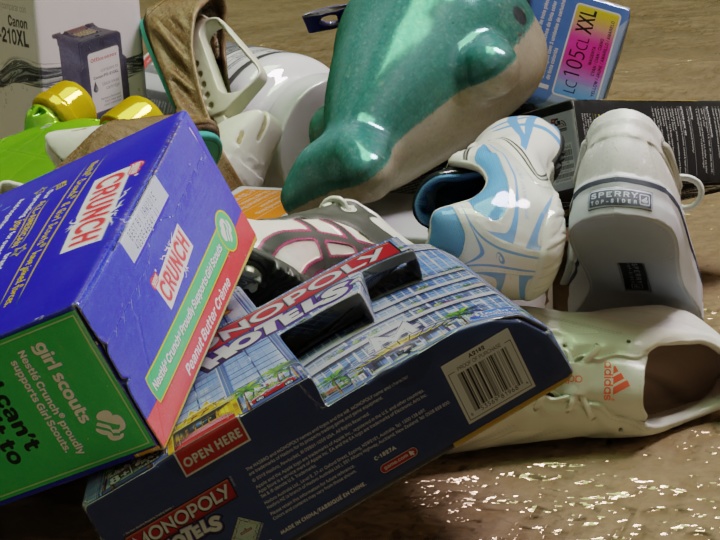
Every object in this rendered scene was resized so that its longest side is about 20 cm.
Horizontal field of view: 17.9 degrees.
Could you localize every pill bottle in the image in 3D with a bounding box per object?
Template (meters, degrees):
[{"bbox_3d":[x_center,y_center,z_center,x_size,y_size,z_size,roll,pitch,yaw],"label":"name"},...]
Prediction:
[{"bbox_3d":[-0.075,-0.099,1.606,0.115,0.117,0.199,-13,18,-34],"label":"pill bottle"}]

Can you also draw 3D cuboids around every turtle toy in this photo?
[{"bbox_3d":[-0.172,-0.032,1.389,0.199,0.102,0.146,16,46,46],"label":"turtle toy"}]

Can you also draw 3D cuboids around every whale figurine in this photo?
[{"bbox_3d":[0.019,-0.108,1.295,0.158,0.104,0.200,-17,21,44],"label":"whale figurine"}]

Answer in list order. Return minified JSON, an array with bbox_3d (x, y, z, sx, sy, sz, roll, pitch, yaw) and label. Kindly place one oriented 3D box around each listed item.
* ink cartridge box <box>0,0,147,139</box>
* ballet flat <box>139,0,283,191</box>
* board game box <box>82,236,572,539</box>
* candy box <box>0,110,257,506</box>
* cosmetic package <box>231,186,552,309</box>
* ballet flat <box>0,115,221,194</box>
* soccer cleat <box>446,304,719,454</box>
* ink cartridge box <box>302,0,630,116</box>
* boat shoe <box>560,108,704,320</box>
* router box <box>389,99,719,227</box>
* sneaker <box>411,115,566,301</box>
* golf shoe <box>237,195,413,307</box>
[{"bbox_3d":[-0.214,-0.133,1.597,0.084,0.202,0.144,-11,16,-30],"label":"ink cartridge box"},{"bbox_3d":[-0.091,-0.104,1.503,0.072,0.201,0.068,-25,-32,16],"label":"ballet flat"},{"bbox_3d":[-0.032,0.046,0.995,0.199,0.062,0.200,-30,18,-6],"label":"board game box"},{"bbox_3d":[-0.158,0.031,0.985,0.199,0.077,0.169,-22,23,24],"label":"candy box"},{"bbox_3d":[0.000,0.000,1.291,0.198,0.072,0.101,4,16,22],"label":"cosmetic package"},{"bbox_3d":[-0.172,-0.034,1.285,0.200,0.068,0.072,-42,57,-10],"label":"ballet flat"},{"bbox_3d":[0.094,0.051,1.085,0.198,0.070,0.077,-7,17,-27],"label":"soccer cleat"},{"bbox_3d":[0.065,-0.148,1.460,0.198,0.077,0.136,19,-5,5],"label":"ink cartridge box"},{"bbox_3d":[0.135,-0.027,1.156,0.074,0.087,0.202,0,-22,13],"label":"boat shoe"},{"bbox_3d":[0.118,-0.060,1.385,0.156,0.053,0.199,-3,-6,-40],"label":"router box"},{"bbox_3d":[0.063,-0.040,1.148,0.072,0.072,0.200,20,16,-4],"label":"sneaker"},{"bbox_3d":[-0.033,0.004,1.123,0.199,0.077,0.089,22,45,-28],"label":"golf shoe"}]
